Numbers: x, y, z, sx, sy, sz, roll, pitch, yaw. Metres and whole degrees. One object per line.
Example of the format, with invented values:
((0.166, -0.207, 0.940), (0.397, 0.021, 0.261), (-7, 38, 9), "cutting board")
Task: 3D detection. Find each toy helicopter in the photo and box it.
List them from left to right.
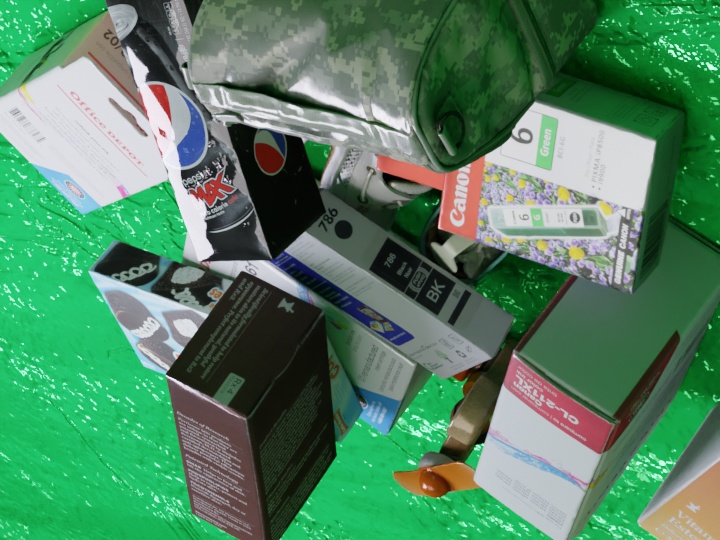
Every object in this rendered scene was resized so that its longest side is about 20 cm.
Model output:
((0.075, 0.106, 1.832), (0.079, 0.132, 0.200), (35, 179, 6), "toy helicopter")

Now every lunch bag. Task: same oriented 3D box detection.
((0.011, -0.144, 1.528), (0.199, 0.168, 0.140), (17, 147, 37), "lunch bag")

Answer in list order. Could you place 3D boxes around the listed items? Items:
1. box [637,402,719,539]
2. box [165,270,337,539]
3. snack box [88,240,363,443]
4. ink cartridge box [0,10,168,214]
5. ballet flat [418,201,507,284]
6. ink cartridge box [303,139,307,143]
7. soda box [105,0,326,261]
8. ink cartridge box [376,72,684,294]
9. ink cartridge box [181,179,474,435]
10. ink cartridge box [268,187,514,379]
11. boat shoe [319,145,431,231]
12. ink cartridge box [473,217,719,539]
((0.296, 0.142, 1.699), (0.152, 0.106, 0.200), (37, 154, 2), "box")
((-0.074, 0.102, 1.831), (0.075, 0.100, 0.200), (27, 151, 17), "box")
((-0.099, 0.051, 1.938), (0.199, 0.037, 0.116), (18, 149, 35), "snack box")
((-0.185, -0.118, 1.929), (0.115, 0.068, 0.200), (46, 153, -16), "ink cartridge box")
((0.087, -0.038, 1.713), (0.067, 0.070, 0.200), (38, 154, 1), "ballet flat")
((-0.108, -0.159, 1.798), (0.200, 0.044, 0.174), (41, 152, -6), "ink cartridge box")
((-0.091, -0.107, 1.632), (0.063, 0.071, 0.201), (-1, 118, 36), "soda box")
((0.092, -0.070, 1.613), (0.199, 0.050, 0.109), (19, 123, 21), "ink cartridge box")
((-0.031, 0.012, 1.926), (0.200, 0.085, 0.145), (35, 155, 8), "ink cartridge box")
((0.000, 0.000, 1.772), (0.200, 0.039, 0.099), (33, 161, -11), "ink cartridge box")
((0.019, -0.071, 1.745), (0.069, 0.071, 0.200), (32, 152, 16), "boat shoe")
((0.155, 0.070, 1.714), (0.083, 0.146, 0.200), (33, 153, 11), "ink cartridge box")
